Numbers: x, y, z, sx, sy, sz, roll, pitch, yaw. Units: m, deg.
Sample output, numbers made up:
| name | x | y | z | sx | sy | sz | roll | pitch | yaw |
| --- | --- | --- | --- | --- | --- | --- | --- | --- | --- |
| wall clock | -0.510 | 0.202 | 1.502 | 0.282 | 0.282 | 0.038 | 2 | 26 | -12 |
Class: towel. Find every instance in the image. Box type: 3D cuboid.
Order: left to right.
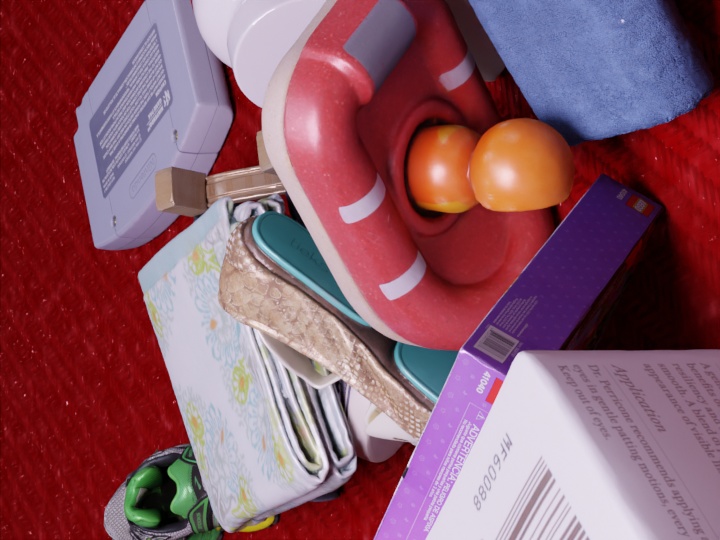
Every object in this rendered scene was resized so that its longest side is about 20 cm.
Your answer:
| name | x | y | z | sx | sy | sz | roll | pitch | yaw |
| --- | --- | --- | --- | --- | --- | --- | --- | --- | --- |
| towel | -0.070 | 0.057 | 1.344 | 0.200 | 0.048 | 0.173 | 145 | 111 | -66 |
| towel | 0.089 | -0.158 | 1.098 | 0.111 | 0.048 | 0.201 | -5 | 120 | 54 |

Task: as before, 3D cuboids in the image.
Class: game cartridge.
| name | x | y | z | sx | sy | sz | roll | pitch | yaw |
| --- | --- | --- | --- | --- | --- | --- | --- | --- | --- |
| game cartridge | -0.148 | -0.104 | 1.633 | 0.200 | 0.041 | 0.134 | -47 | 54 | 50 |

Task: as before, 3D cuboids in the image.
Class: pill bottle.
| name | x | y | z | sx | sy | sz | roll | pitch | yaw |
| --- | --- | --- | --- | --- | --- | --- | --- | --- | --- |
| pill bottle | -0.051 | -0.186 | 1.357 | 0.201 | 0.111 | 0.113 | -107 | 33 | -45 |

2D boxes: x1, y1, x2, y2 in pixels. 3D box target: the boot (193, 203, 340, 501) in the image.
| name | x | y | z | sx | sy | sz | roll | pitch | yaw |
| --- | --- | --- | --- | --- | --- | --- | --- | --- | --- |
| boot | -0.064 | 0.049 | 1.448 | 0.200 | 0.069 | 0.133 | -126 | 41 | -53 |

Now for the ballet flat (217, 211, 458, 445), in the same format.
| name | x | y | z | sx | sy | sz | roll | pitch | yaw |
| --- | --- | --- | --- | --- | --- | --- | --- | --- | --- |
| ballet flat | 0.007 | 0.047 | 1.228 | 0.200 | 0.071 | 0.065 | 39 | 125 | 3 |

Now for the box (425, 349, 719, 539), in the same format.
| name | x | y | z | sx | sy | sz | roll | pitch | yaw |
| --- | --- | --- | --- | --- | --- | --- | --- | --- | --- |
| box | 0.138 | 0.168 | 0.971 | 0.200 | 0.170 | 0.201 | 60 | 139 | 41 |

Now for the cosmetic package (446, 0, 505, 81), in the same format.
| name | x | y | z | sx | sy | sz | roll | pitch | yaw |
| --- | --- | --- | --- | --- | --- | --- | --- | --- | --- |
| cosmetic package | 0.073 | -0.201 | 1.201 | 0.200 | 0.073 | 0.104 | -54 | 44 | 46 |

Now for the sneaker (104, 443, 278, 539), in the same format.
| name | x | y | z | sx | sy | sz | roll | pitch | yaw |
| --- | --- | --- | --- | --- | --- | --- | --- | --- | --- |
| sneaker | -0.129 | 0.148 | 1.538 | 0.200 | 0.085 | 0.079 | -31 | 63 | 57 |

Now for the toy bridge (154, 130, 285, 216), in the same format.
| name | x | y | z | sx | sy | sz | roll | pitch | yaw |
| --- | --- | --- | --- | --- | --- | --- | --- | --- | --- |
| toy bridge | -0.034 | -0.070 | 1.389 | 0.199 | 0.067 | 0.027 | -19 | 71 | 39 |

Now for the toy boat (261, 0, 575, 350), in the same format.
| name | x | y | z | sx | sy | sz | roll | pitch | yaw |
| --- | --- | --- | --- | --- | --- | --- | --- | --- | --- |
| toy boat | 0.049 | -0.049 | 1.147 | 0.130 | 0.131 | 0.201 | 6 | 139 | 39 |

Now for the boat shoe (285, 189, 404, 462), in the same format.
| name | x | y | z | sx | sy | sz | roll | pitch | yaw |
| --- | --- | --- | --- | --- | --- | --- | --- | --- | --- |
| boat shoe | 0.000 | 0.000 | 1.297 | 0.092 | 0.074 | 0.202 | 17 | 99 | 31 |

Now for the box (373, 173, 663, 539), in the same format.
| name | x | y | z | sx | sy | sz | roll | pitch | yaw |
| --- | --- | --- | --- | --- | --- | --- | --- | --- | --- |
| box | 0.075 | 0.053 | 1.091 | 0.039 | 0.200 | 0.138 | 29 | 124 | 10 |
